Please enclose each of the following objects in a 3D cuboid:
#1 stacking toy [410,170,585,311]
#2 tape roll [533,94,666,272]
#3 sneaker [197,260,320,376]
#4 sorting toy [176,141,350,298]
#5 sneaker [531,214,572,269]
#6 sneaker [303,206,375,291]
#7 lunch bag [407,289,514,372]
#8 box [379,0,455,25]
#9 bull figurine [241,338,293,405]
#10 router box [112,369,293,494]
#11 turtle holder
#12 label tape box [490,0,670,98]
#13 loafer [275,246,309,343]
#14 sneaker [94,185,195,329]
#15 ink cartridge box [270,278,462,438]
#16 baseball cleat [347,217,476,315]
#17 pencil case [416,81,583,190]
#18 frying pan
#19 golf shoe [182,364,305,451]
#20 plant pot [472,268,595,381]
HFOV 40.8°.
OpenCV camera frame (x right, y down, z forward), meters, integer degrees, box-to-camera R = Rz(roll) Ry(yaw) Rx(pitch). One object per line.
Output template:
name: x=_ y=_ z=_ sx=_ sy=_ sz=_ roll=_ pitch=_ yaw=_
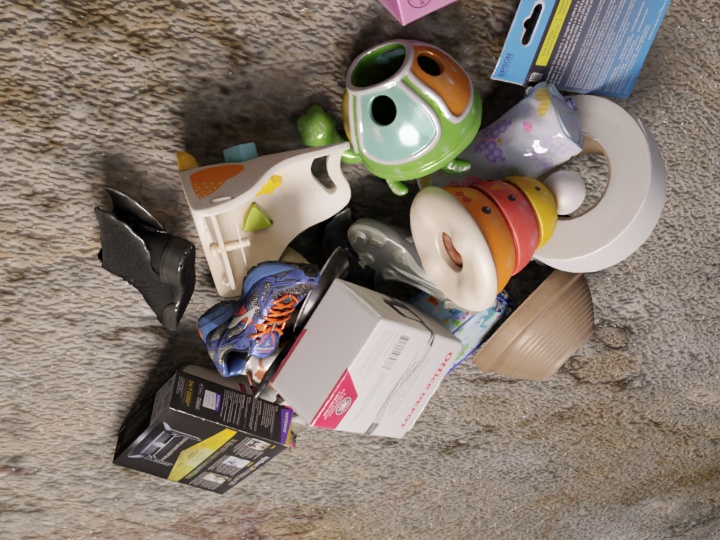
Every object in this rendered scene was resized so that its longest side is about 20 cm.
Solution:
stacking toy: x=0.167 y=-0.060 z=1.075 sx=0.199 sy=0.146 sz=0.147 roll=-29 pitch=135 yaw=-20
tape roll: x=0.259 y=-0.103 z=1.153 sx=0.203 sy=0.203 sz=0.071 roll=-48 pitch=147 yaw=14
sneaker: x=-0.104 y=0.053 z=1.062 sx=0.075 sy=0.079 sz=0.200 roll=4 pitch=148 yaw=-39
sorting toy: x=-0.093 y=-0.080 z=1.034 sx=0.178 sy=0.108 sz=0.200 roll=-19 pitch=156 yaw=-9
sneaker: x=0.204 y=-0.058 z=1.264 sx=0.198 sy=0.067 sz=0.091 roll=6 pitch=119 yaw=-35
sneaker: x=-0.001 y=-0.002 z=1.203 sx=0.104 sy=0.060 sz=0.200 roll=-39 pitch=130 yaw=12
lunch bag: x=0.107 y=0.080 z=1.283 sx=0.200 sy=0.083 sz=0.161 roll=-42 pitch=160 yaw=9
box: x=0.077 y=-0.373 z=0.925 sx=0.174 sy=0.097 sz=0.201 roll=-26 pitch=132 yaw=-6
bull figurine: x=-0.072 y=0.115 z=1.189 sx=0.198 sy=0.066 sz=0.122 roll=-14 pitch=150 yaw=-18
router box: x=-0.197 y=0.205 z=1.193 sx=0.156 sy=0.053 sz=0.200 roll=23 pitch=141 yaw=-23
turtle holder: x=0.035 y=-0.177 z=1.047 sx=0.132 sy=0.184 sz=0.142 roll=47 pitch=66 yaw=-43
label tape box: x=0.244 y=-0.283 z=1.105 sx=0.198 sy=0.066 sz=0.144 roll=2 pitch=124 yaw=-25
loafer: x=-0.101 y=0.040 z=1.183 sx=0.075 sy=0.069 sz=0.201 roll=-8 pitch=144 yaw=-29
sneaker: x=-0.238 y=-0.008 z=1.064 sx=0.103 sy=0.060 sz=0.200 roll=22 pitch=150 yaw=-1
ink cartridge box: x=0.013 y=0.107 z=1.120 sx=0.146 sy=0.083 sz=0.199 roll=-57 pitch=147 yaw=8
baseball cleat: x=0.074 y=-0.025 z=1.163 sx=0.199 sy=0.107 sz=0.070 roll=32 pitch=144 yaw=-21
pencil case: x=0.160 y=-0.134 z=1.126 sx=0.199 sy=0.083 sz=0.091 roll=-31 pitch=110 yaw=27
frying pan: x=-0.060 y=0.055 z=1.092 sx=0.191 sy=0.031 sz=0.115 roll=-60 pitch=174 yaw=-30
golf shoe: x=-0.150 y=0.159 z=1.259 sx=0.199 sy=0.072 sz=0.093 roll=34 pitch=75 yaw=-37
plant pot: x=0.251 y=0.084 z=1.311 sx=0.201 sy=0.093 sz=0.201 roll=-42 pitch=168 yaw=-11
